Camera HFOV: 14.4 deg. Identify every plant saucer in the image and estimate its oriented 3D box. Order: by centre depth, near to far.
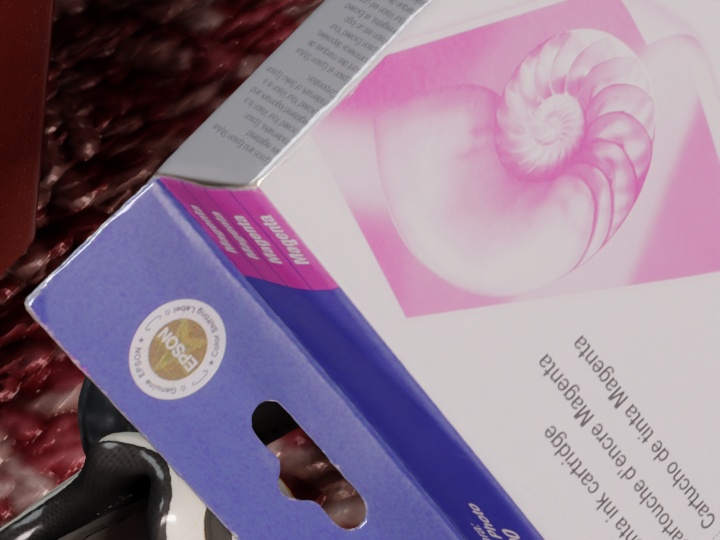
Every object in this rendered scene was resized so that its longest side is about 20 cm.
[{"bbox_3d":[-0.135,-0.119,1.043,0.036,0.201,0.200,0,45,-10],"label":"plant saucer"}]

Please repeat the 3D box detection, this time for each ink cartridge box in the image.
[{"bbox_3d":[0.047,0.005,0.723,0.200,0.196,0.043,-46,37,-8],"label":"ink cartridge box"}]

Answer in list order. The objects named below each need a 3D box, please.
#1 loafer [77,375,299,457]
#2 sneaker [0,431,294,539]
[{"bbox_3d":[0.000,0.000,0.855,0.070,0.068,0.200,24,52,41],"label":"loafer"},{"bbox_3d":[-0.106,0.114,0.751,0.200,0.088,0.076,-47,63,2],"label":"sneaker"}]
